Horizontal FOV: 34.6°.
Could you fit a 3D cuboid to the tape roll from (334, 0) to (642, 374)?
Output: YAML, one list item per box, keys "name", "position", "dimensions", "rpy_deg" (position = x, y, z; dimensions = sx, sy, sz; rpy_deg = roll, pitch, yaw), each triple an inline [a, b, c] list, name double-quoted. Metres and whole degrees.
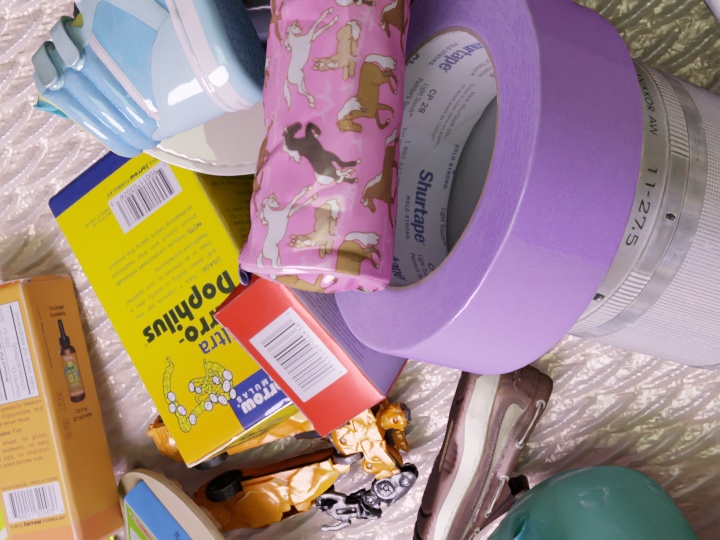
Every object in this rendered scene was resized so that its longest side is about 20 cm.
- name: "tape roll"
  position: [0.057, -0.051, 0.607]
  dimensions: [0.065, 0.201, 0.202]
  rpy_deg: [14, 115, -28]

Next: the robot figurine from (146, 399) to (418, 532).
- name: "robot figurine"
  position: [-0.053, 0.127, 0.864]
  dimensions: [0.197, 0.058, 0.147]
  rpy_deg: [-17, 106, 17]

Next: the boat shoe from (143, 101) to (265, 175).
- name: "boat shoe"
  position: [-0.057, -0.098, 0.716]
  dimensions: [0.196, 0.060, 0.073]
  rpy_deg: [0, 100, -8]

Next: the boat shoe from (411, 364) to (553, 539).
- name: "boat shoe"
  position: [0.089, 0.159, 0.842]
  dimensions: [0.074, 0.075, 0.205]
  rpy_deg: [15, 111, -1]

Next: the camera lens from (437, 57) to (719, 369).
- name: "camera lens"
  position: [0.163, -0.035, 0.683]
  dimensions: [0.197, 0.160, 0.162]
  rpy_deg: [14, 115, -27]

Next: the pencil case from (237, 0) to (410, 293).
- name: "pencil case"
  position: [-0.017, -0.091, 0.583]
  dimensions: [0.085, 0.083, 0.204]
  rpy_deg: [4, 89, 25]

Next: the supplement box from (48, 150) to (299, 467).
- name: "supplement box"
  position: [-0.099, 0.009, 0.775]
  dimensions: [0.109, 0.109, 0.202]
  rpy_deg: [-33, 81, 19]

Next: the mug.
- name: "mug"
  position: [0.157, 0.201, 0.794]
  dimensions: [0.150, 0.115, 0.186]
  rpy_deg: [-26, 140, -3]

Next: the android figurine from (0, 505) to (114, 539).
- name: "android figurine"
  position: [-0.277, 0.239, 0.948]
  dimensions: [0.200, 0.041, 0.182]
  rpy_deg: [45, 113, -2]

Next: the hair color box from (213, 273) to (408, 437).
- name: "hair color box"
  position: [0.000, 0.000, 0.730]
  dimensions: [0.102, 0.200, 0.061]
  rpy_deg: [48, 127, -8]

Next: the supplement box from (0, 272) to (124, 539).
- name: "supplement box"
  position: [-0.237, 0.108, 0.861]
  dimensions: [0.068, 0.066, 0.204]
  rpy_deg: [-11, 90, 19]

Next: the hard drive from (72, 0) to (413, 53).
- name: "hard drive"
  position: [-0.062, -0.147, 0.731]
  dimensions: [0.196, 0.140, 0.033]
  rpy_deg: [-3, 76, 11]

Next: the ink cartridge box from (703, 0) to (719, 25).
- name: "ink cartridge box"
  position: [0.242, -0.213, 0.643]
  dimensions: [0.144, 0.145, 0.201]
  rpy_deg: [-34, 100, 20]

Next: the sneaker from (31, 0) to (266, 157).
- name: "sneaker"
  position: [-0.143, -0.157, 0.638]
  dimensions: [0.129, 0.079, 0.202]
  rpy_deg: [-27, 78, 18]

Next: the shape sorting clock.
- name: "shape sorting clock"
  position: [-0.123, 0.239, 0.879]
  dimensions: [0.199, 0.039, 0.202]
  rpy_deg: [37, 145, 32]
